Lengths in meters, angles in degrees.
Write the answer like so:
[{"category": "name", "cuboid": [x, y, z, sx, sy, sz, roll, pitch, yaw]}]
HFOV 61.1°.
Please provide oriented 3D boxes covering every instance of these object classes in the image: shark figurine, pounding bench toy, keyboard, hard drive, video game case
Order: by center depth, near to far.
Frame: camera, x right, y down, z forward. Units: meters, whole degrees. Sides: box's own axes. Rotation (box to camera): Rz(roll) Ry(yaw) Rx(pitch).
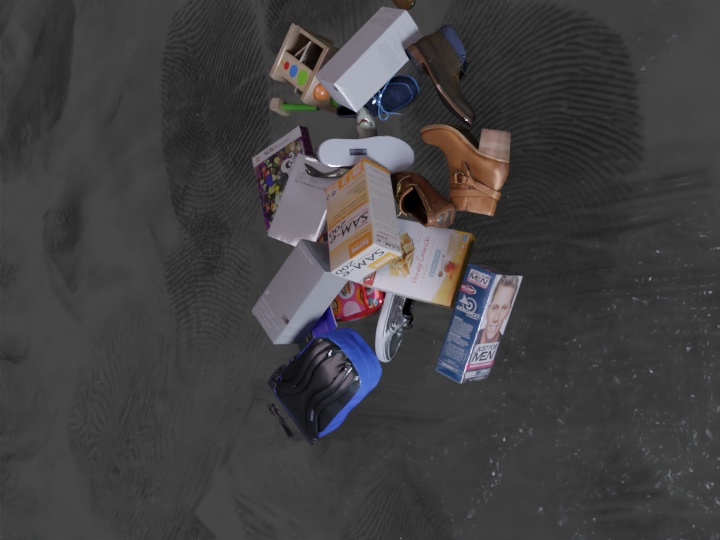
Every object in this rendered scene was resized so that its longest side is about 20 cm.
[{"category": "shark figurine", "cuboid": [-0.018, -0.254, 1.305, 0.214, 0.128, 0.090, -40, 31, 34]}, {"category": "pounding bench toy", "cuboid": [-0.106, -0.406, 1.351, 0.156, 0.124, 0.200, 45, 116, 32]}, {"category": "hard drive", "cuboid": [-0.118, -0.150, 1.368, 0.132, 0.026, 0.201, 21, 91, 24]}, {"category": "keyboard", "cuboid": [-0.165, 0.330, 1.442, 0.200, 0.021, 0.127, 47, 117, 33]}, {"category": "video game case", "cuboid": [-0.176, -0.216, 1.462, 0.181, 0.036, 0.201, -23, 74, 37]}]

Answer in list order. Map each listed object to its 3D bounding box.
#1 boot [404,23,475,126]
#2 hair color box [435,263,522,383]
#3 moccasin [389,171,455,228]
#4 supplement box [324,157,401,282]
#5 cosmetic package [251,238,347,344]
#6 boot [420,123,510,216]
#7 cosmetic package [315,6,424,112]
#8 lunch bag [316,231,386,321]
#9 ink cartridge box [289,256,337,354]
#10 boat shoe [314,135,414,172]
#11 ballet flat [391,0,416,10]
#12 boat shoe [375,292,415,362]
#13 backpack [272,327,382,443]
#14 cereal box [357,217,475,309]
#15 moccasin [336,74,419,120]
[{"category": "boot", "cuboid": [0.174, -0.366, 1.129, 0.097, 0.075, 0.200, -37, 77, 8]}, {"category": "hair color box", "cuboid": [0.209, 0.092, 1.073, 0.060, 0.100, 0.201, 24, 104, 38]}, {"category": "moccasin", "cuboid": [0.100, -0.135, 1.171, 0.201, 0.077, 0.074, -125, 34, -46]}, {"category": "supplement box", "cuboid": [0.001, -0.096, 1.168, 0.126, 0.073, 0.201, -34, 50, 38]}, {"category": "cosmetic package", "cuboid": [-0.122, 0.045, 1.243, 0.107, 0.090, 0.200, 49, 117, 32]}, {"category": "boot", "cuboid": [0.180, -0.189, 1.131, 0.200, 0.074, 0.155, 20, 107, 45]}, {"category": "cosmetic package", "cuboid": [0.018, -0.418, 1.205, 0.200, 0.081, 0.113, -45, 35, 3]}, {"category": "lunch bag", "cuboid": [0.000, 0.000, 1.277, 0.176, 0.082, 0.201, -19, 77, 35]}, {"category": "ink cartridge box", "cuboid": [-0.121, 0.070, 1.345, 0.200, 0.043, 0.199, 127, 128, -59]}, {"category": "boat shoe", "cuboid": [0.006, -0.231, 1.225, 0.068, 0.199, 0.072, -158, 65, -73]}, {"category": "ballet flat", "cuboid": [0.058, -0.628, 1.251, 0.068, 0.072, 0.201, -22, 74, 39]}, {"category": "boat shoe", "cuboid": [0.077, 0.090, 1.210, 0.056, 0.069, 0.201, 15, 98, 30]}, {"category": "backpack", "cuboid": [-0.056, 0.212, 1.249, 0.163, 0.168, 0.200, 45, 120, 15]}, {"category": "cereal box", "cuboid": [0.104, -0.019, 1.160, 0.199, 0.040, 0.144, 13, 82, 27]}, {"category": "moccasin", "cuboid": [0.033, -0.341, 1.254, 0.200, 0.068, 0.081, -8, 118, 48]}]
